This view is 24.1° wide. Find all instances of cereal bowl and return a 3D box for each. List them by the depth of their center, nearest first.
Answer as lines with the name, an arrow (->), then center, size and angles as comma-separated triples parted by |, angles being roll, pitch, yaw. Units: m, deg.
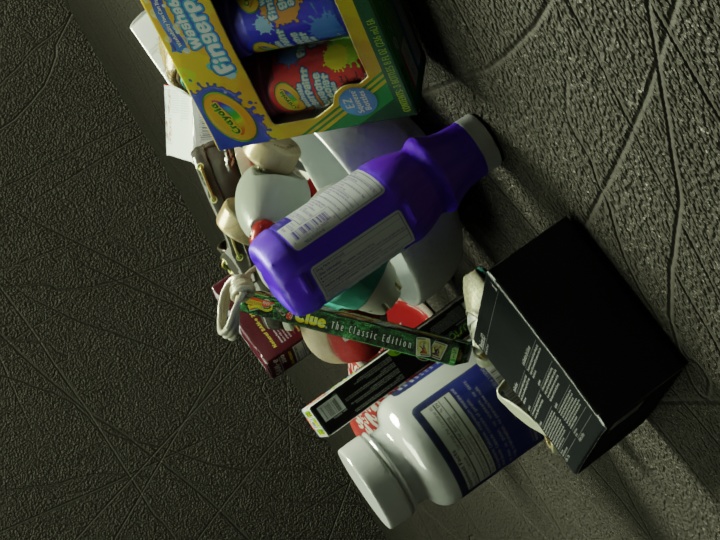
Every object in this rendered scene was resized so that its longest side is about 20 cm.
cereal bowl -> 0.025, -0.073, 1.445 | 0.200, 0.083, 0.200 | 55, 171, 12

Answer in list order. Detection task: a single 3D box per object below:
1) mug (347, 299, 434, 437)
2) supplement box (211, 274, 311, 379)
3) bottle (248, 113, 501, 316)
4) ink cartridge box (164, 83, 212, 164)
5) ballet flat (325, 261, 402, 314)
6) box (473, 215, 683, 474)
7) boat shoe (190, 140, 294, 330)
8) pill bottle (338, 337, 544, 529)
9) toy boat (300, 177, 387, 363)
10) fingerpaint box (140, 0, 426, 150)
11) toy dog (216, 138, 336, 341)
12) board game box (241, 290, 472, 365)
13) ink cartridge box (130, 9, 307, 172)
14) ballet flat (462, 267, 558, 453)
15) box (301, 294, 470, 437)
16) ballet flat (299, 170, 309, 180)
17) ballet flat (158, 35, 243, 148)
mug -> 0.031, 0.106, 1.969 | 0.178, 0.133, 0.200 | 50, 166, 25
supplement box -> -0.044, 0.011, 1.783 | 0.109, 0.200, 0.061 | 53, 171, 20
bottle -> 0.014, -0.045, 1.269 | 0.065, 0.200, 0.084 | 60, 170, -23
ink cartridge box -> -0.111, -0.163, 1.808 | 0.200, 0.175, 0.084 | -158, 65, -74
ballet flat -> 0.000, 0.006, 1.421 | 0.070, 0.068, 0.200 | 30, 175, -9
box -> 0.159, 0.061, 1.274 | 0.141, 0.079, 0.200 | 51, 171, 13
boat shoe -> -0.109, -0.032, 1.614 | 0.072, 0.060, 0.202 | -81, -22, -69
pill bottle -> 0.084, 0.150, 1.593 | 0.120, 0.200, 0.120 | 54, 171, 12
toy boat -> 0.000, 0.000, 1.647 | 0.200, 0.130, 0.131 | 76, -170, -48
fingerpaint box -> -0.062, -0.193, 1.233 | 0.074, 0.166, 0.200 | -80, -25, -43
toy dog -> -0.056, -0.033, 1.408 | 0.201, 0.096, 0.132 | -95, 28, -42
board game box -> -0.002, 0.051, 1.520 | 0.199, 0.024, 0.105 | 14, 179, 10
ink cartridge box -> -0.115, -0.158, 1.602 | 0.201, 0.057, 0.162 | 60, -161, 15
ballet flat -> 0.136, 0.079, 1.508 | 0.200, 0.062, 0.068 | 52, 172, 30
box -> 0.035, 0.091, 1.649 | 0.035, 0.200, 0.110 | 54, 172, 2
ballet flat -> -0.001, -0.086, 1.688 | 0.200, 0.069, 0.069 | 53, 172, -13
ballet flat -> -0.116, -0.164, 1.415 | 0.065, 0.070, 0.200 | 63, -177, 20
